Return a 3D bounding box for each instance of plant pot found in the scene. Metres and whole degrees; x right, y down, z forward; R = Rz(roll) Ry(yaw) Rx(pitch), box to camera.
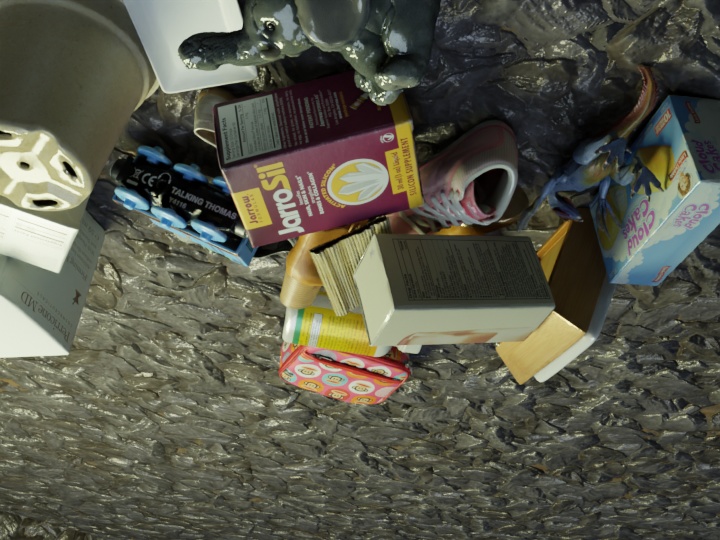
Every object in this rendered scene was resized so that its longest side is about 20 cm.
[{"bbox_3d":[-0.315,-0.170,0.874,0.199,0.184,0.201,4,148,3],"label":"plant pot"}]

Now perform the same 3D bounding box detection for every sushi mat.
[{"bbox_3d":[0.000,0.000,1.015,0.095,0.012,0.200,-27,156,-4],"label":"sushi mat"}]

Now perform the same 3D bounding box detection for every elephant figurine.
[{"bbox_3d":[-0.035,-0.234,0.760,0.199,0.156,0.141,16,170,-30],"label":"elephant figurine"}]

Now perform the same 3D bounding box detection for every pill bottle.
[{"bbox_3d":[-0.008,0.064,1.246,0.199,0.113,0.113,9,147,-5],"label":"pill bottle"}]

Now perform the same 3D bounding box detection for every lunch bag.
[{"bbox_3d":[-0.019,0.140,1.404,0.199,0.082,0.176,18,142,-20],"label":"lunch bag"}]

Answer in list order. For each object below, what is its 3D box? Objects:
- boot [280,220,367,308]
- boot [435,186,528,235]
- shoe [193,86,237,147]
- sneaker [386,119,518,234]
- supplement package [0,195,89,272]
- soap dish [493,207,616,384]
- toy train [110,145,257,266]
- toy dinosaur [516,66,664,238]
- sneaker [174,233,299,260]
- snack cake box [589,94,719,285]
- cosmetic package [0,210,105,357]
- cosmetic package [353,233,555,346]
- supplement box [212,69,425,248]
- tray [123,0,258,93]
[{"bbox_3d":[-0.009,-0.033,1.077,0.201,0.071,0.144,-22,149,-44],"label":"boot"},{"bbox_3d":[0.135,-0.046,1.095,0.200,0.071,0.144,-4,148,29],"label":"boot"},{"bbox_3d":[-0.118,-0.135,1.011,0.070,0.054,0.200,-22,138,37],"label":"shoe"},{"bbox_3d":[0.095,-0.077,0.964,0.200,0.105,0.075,-38,119,24],"label":"sneaker"},{"bbox_3d":[-0.418,-0.116,1.001,0.199,0.156,0.111,20,144,-21],"label":"supplement package"},{"bbox_3d":[0.252,0.028,1.081,0.081,0.200,0.157,30,145,-2],"label":"soap dish"},{"bbox_3d":[-0.209,-0.079,1.048,0.199,0.087,0.114,22,166,13],"label":"toy train"},{"bbox_3d":[0.267,-0.110,0.967,0.105,0.201,0.181,27,-178,-13],"label":"toy dinosaur"},{"bbox_3d":[-0.156,-0.053,1.120,0.199,0.082,0.075,-3,146,15],"label":"sneaker"},{"bbox_3d":[0.335,-0.082,0.949,0.067,0.116,0.200,3,148,-12],"label":"snack cake box"},{"bbox_3d":[-0.469,-0.010,1.135,0.165,0.201,0.168,-3,147,15],"label":"cosmetic package"},{"bbox_3d":[0.104,0.022,0.973,0.199,0.104,0.087,2,146,-21],"label":"cosmetic package"},{"bbox_3d":[-0.042,-0.123,0.920,0.199,0.104,0.131,-14,142,1],"label":"supplement box"},{"bbox_3d":[-0.173,-0.260,0.846,0.107,0.022,0.200,-10,146,2],"label":"tray"}]
